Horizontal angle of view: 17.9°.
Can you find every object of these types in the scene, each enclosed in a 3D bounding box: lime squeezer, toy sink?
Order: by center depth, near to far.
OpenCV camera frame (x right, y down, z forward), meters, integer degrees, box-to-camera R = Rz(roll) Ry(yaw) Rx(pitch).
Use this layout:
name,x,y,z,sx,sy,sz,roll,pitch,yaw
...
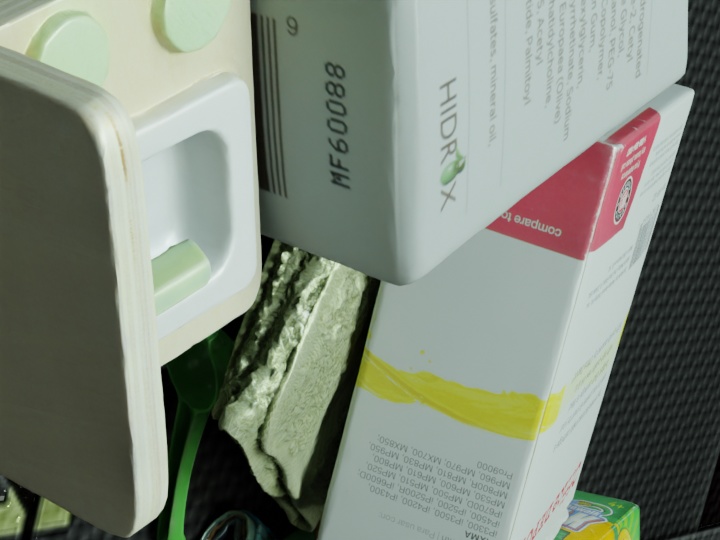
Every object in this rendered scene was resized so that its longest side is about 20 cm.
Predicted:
name,x,y,z,sx,sy,sz,roll,pitch,yaw
toy sink,-0.099,-0.036,0.654,0.112,0.199,0.131,-33,133,-39
lime squeezer,-0.086,0.033,0.882,0.070,0.038,0.200,-29,140,-3

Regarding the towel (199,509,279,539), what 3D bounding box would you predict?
name,x,y,z,sx,sy,sz,roll,pitch,yaw
towel,-0.054,0.207,1.030,0.147,0.022,0.200,-58,146,-17

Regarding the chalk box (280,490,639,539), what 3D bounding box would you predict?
name,x,y,z,sx,sy,sz,roll,pitch,yaw
chalk box,0.051,0.165,1.043,0.200,0.124,0.125,-27,122,-61

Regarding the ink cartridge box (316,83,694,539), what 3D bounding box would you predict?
name,x,y,z,sx,sy,sz,roll,pitch,yaw
ink cartridge box,0.060,0.018,0.946,0.145,0.083,0.201,-35,141,-68

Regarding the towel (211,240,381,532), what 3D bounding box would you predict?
name,x,y,z,sx,sy,sz,roll,pitch,yaw
towel,0.000,0.000,0.941,0.148,0.036,0.201,63,47,-68

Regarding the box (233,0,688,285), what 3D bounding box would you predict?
name,x,y,z,sx,sy,sz,roll,pitch,yaw
box,-0.016,-0.140,0.723,0.171,0.198,0.201,-35,135,-42
